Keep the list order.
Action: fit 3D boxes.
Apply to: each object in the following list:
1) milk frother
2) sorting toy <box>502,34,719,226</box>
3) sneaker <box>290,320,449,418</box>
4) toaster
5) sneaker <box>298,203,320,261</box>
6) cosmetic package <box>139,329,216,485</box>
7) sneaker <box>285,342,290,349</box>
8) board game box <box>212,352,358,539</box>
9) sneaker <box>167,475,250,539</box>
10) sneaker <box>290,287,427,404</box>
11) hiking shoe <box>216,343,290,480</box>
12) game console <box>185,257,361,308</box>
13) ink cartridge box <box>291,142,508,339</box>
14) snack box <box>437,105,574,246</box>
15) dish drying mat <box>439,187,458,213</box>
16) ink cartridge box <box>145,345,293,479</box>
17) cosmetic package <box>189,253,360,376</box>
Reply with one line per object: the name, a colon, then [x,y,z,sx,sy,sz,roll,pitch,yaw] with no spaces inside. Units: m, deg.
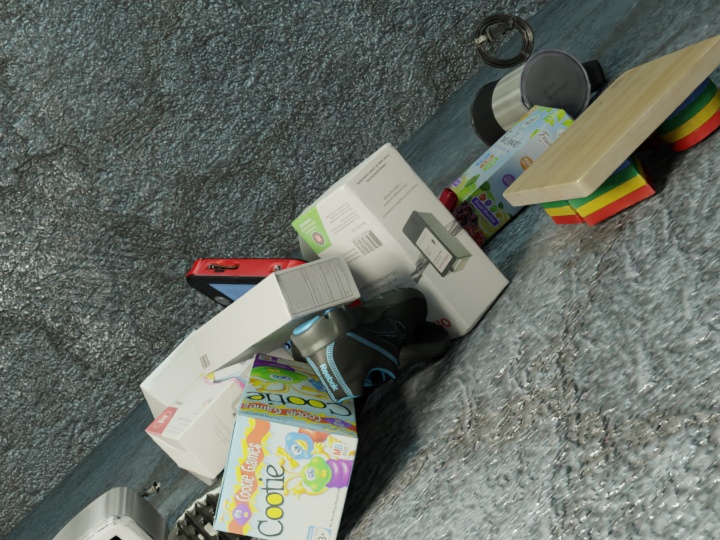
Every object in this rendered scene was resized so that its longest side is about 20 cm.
milk frother: [0.255,-0.312,1.497,0.180,0.200,0.188,-42,8,-16]
sorting toy: [0.264,-0.125,0.962,0.200,0.070,0.199,-44,9,-7]
sneaker: [-0.004,0.111,1.020,0.200,0.104,0.060,-3,26,6]
toaster: [-0.308,0.352,1.165,0.200,0.114,0.129,-42,12,-7]
sneaker: [0.000,0.000,1.157,0.070,0.200,0.080,-30,10,43]
cosmetic package: [-0.201,0.184,1.252,0.108,0.085,0.200,-47,-28,-29]
sneaker: [-0.033,0.056,1.323,0.200,0.076,0.105,-51,21,-3]
board game box: [-0.064,0.157,0.877,0.200,0.103,0.105,-101,24,-80]
sneaker: [-0.119,0.233,1.029,0.200,0.066,0.090,-41,5,-6]
sneaker: [0.010,0.070,0.917,0.073,0.082,0.200,-30,-7,33]
hiking shoe: [-0.126,0.187,1.198,0.074,0.087,0.200,-34,13,49]
game console: [-0.080,0.040,1.076,0.200,0.177,0.031,2,60,40]
ink cartridge box: [0.040,-0.018,1.047,0.084,0.200,0.145,-45,8,-28]
snack box: [0.200,-0.132,1.301,0.200,0.068,0.169,-42,10,5]
dish drying mat: [0.074,-0.011,1.231,0.077,0.018,0.200,-102,36,-78]
ink cartridge box: [-0.141,0.138,1.110,0.200,0.068,0.116,-46,19,-24]
cosmetic package: [-0.090,0.045,0.945,0.083,0.051,0.200,-15,-11,-37]
